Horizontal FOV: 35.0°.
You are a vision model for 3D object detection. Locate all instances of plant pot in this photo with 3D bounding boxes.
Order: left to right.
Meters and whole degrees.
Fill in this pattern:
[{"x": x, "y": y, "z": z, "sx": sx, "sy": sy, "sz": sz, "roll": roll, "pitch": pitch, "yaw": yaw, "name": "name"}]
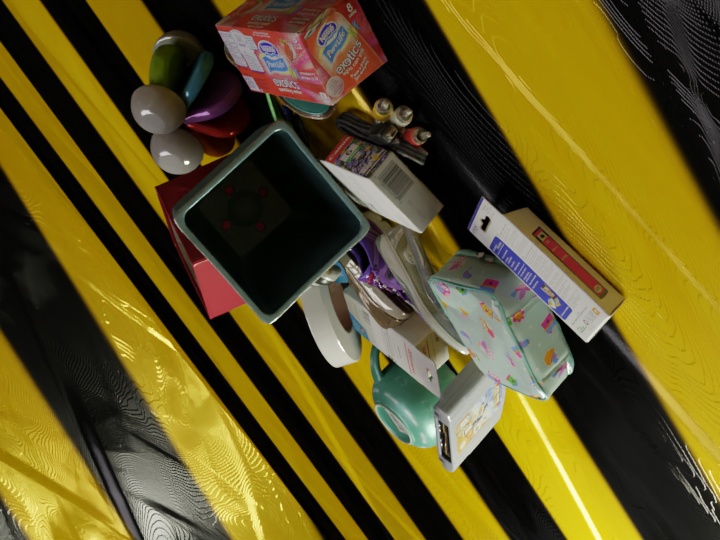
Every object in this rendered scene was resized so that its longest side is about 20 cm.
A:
[{"x": -0.141, "y": -0.078, "z": 1.582, "sx": 0.197, "sy": 0.196, "sz": 0.200, "roll": 49, "pitch": 173, "yaw": -19, "name": "plant pot"}]

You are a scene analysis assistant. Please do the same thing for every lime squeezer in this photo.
[{"x": -0.089, "y": -0.187, "z": 1.594, "sx": 0.200, "sy": 0.038, "sz": 0.071, "roll": 47, "pitch": 144, "yaw": -6, "name": "lime squeezer"}]

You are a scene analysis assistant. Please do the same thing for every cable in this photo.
[{"x": 0.033, "y": -0.176, "z": 1.430, "sx": 0.097, "sy": 0.051, "sz": 0.200, "roll": 37, "pitch": 177, "yaw": -18, "name": "cable"}]

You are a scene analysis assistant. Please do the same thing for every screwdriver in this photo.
[{"x": -0.113, "y": -0.245, "z": 1.601, "sx": 0.028, "sy": 0.029, "sz": 0.201, "roll": 27, "pitch": 151, "yaw": 46, "name": "screwdriver"}]

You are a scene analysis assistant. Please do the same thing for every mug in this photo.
[{"x": 0.081, "y": 0.206, "z": 1.885, "sx": 0.185, "sy": 0.114, "sz": 0.153, "roll": 40, "pitch": 159, "yaw": 23, "name": "mug"}]

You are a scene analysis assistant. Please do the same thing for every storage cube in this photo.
[{"x": -0.209, "y": -0.062, "z": 1.854, "sx": 0.172, "sy": 0.178, "sz": 0.201, "roll": 59, "pitch": 168, "yaw": 29, "name": "storage cube"}]

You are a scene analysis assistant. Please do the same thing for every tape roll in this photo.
[{"x": -0.049, "y": 0.054, "z": 1.829, "sx": 0.203, "sy": 0.037, "sz": 0.205, "roll": -17, "pitch": -90, "yaw": -78, "name": "tape roll"}]

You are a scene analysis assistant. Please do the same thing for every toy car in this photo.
[{"x": -0.243, "y": -0.252, "z": 1.714, "sx": 0.148, "sy": 0.176, "sz": 0.201, "roll": 1, "pitch": 140, "yaw": 17, "name": "toy car"}]

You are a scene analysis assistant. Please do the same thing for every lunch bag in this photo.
[{"x": 0.180, "y": 0.064, "z": 1.471, "sx": 0.160, "sy": 0.077, "sz": 0.201, "roll": 21, "pitch": 146, "yaw": 55, "name": "lunch bag"}]

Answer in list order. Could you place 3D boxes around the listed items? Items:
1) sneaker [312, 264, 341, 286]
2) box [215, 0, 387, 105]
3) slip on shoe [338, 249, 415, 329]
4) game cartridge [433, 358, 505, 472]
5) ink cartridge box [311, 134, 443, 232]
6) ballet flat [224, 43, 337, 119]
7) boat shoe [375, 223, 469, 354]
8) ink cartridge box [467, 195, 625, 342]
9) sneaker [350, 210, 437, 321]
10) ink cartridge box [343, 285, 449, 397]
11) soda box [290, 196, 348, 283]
[{"x": -0.097, "y": 0.012, "z": 1.693, "sx": 0.075, "sy": 0.088, "sz": 0.200, "roll": 29, "pitch": 174, "yaw": -27, "name": "sneaker"}, {"x": -0.074, "y": -0.272, "z": 1.363, "sx": 0.199, "sy": 0.095, "sz": 0.100, "roll": 21, "pitch": 147, "yaw": 53, "name": "box"}, {"x": 0.000, "y": 0.000, "z": 1.694, "sx": 0.200, "sy": 0.076, "sz": 0.061, "roll": 48, "pitch": 129, "yaw": -3, "name": "slip on shoe"}, {"x": 0.162, "y": 0.204, "z": 1.679, "sx": 0.041, "sy": 0.133, "sz": 0.201, "roll": 38, "pitch": 158, "yaw": 27, "name": "game cartridge"}, {"x": 0.015, "y": -0.120, "z": 1.481, "sx": 0.109, "sy": 0.050, "sz": 0.200, "roll": 43, "pitch": 174, "yaw": -29, "name": "ink cartridge box"}, {"x": -0.095, "y": -0.257, "z": 1.507, "sx": 0.200, "sy": 0.071, "sz": 0.065, "roll": 41, "pitch": -175, "yaw": 24, "name": "ballet flat"}, {"x": 0.099, "y": 0.024, "z": 1.561, "sx": 0.203, "sy": 0.065, "sz": 0.074, "roll": 55, "pitch": -171, "yaw": 4, "name": "boat shoe"}, {"x": 0.213, "y": -0.008, "z": 1.331, "sx": 0.200, "sy": 0.037, "sz": 0.095, "roll": 43, "pitch": 160, "yaw": 11, "name": "ink cartridge box"}, {"x": 0.043, "y": 0.009, "z": 1.635, "sx": 0.200, "sy": 0.083, "sz": 0.081, "roll": 45, "pitch": 147, "yaw": 11, "name": "sneaker"}, {"x": 0.071, "y": 0.095, "z": 1.773, "sx": 0.200, "sy": 0.067, "sz": 0.116, "roll": 38, "pitch": 159, "yaw": 29, "name": "ink cartridge box"}, {"x": -0.059, "y": -0.078, "z": 1.738, "sx": 0.201, "sy": 0.064, "sz": 0.068, "roll": 54, "pitch": 160, "yaw": -15, "name": "soda box"}]
